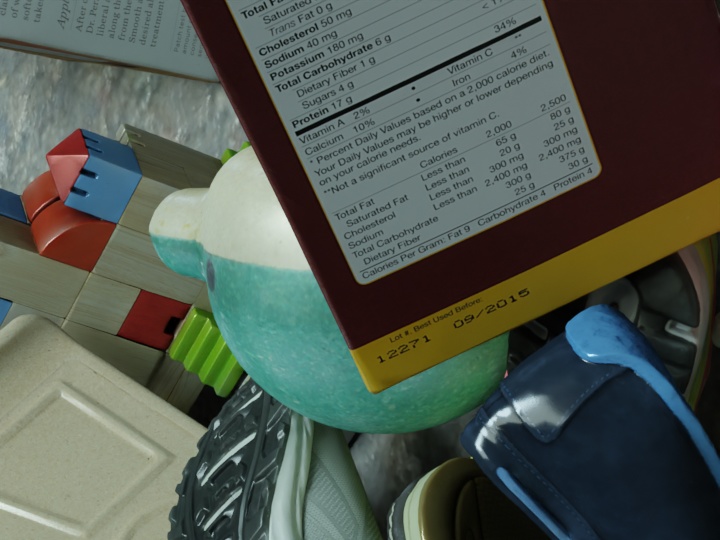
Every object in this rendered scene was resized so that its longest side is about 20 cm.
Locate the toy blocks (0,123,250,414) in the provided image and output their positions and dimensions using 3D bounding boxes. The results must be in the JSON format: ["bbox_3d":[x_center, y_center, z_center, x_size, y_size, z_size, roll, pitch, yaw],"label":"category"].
[{"bbox_3d":[-0.128,0.010,0.934,0.201,0.136,0.100,-59,30,20],"label":"toy blocks"}]

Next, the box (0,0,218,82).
[{"bbox_3d":[-0.176,-0.160,0.985,0.152,0.199,0.107,15,95,51],"label":"box"}]

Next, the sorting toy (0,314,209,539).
[{"bbox_3d":[-0.117,0.126,0.820,0.200,0.185,0.037,33,147,23],"label":"sorting toy"}]

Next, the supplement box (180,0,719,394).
[{"bbox_3d":[0.004,-0.117,0.629,0.132,0.201,0.198,-25,39,0],"label":"supplement box"}]

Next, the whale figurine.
[{"bbox_3d":[0.000,0.000,0.795,0.200,0.158,0.104,-149,58,-75],"label":"whale figurine"}]

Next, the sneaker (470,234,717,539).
[{"bbox_3d":[0.077,0.058,0.717,0.078,0.090,0.201,27,121,10],"label":"sneaker"}]

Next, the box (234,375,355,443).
[{"bbox_3d":[-0.044,0.084,0.914,0.200,0.041,0.039,-56,46,29],"label":"box"}]

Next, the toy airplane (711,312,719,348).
[{"bbox_3d":[0.185,0.008,0.600,0.199,0.140,0.201,-81,4,-70],"label":"toy airplane"}]

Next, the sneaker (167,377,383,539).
[{"bbox_3d":[-0.018,0.116,0.775,0.074,0.079,0.201,-44,38,32],"label":"sneaker"}]

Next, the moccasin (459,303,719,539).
[{"bbox_3d":[0.094,0.098,0.644,0.068,0.200,0.081,-32,21,3],"label":"moccasin"}]

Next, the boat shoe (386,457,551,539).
[{"bbox_3d":[0.049,0.159,0.678,0.065,0.073,0.201,-20,93,42],"label":"boat shoe"}]
